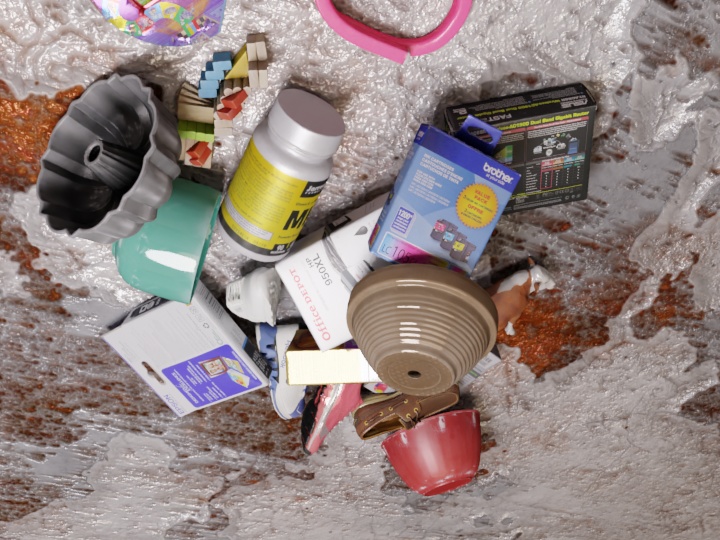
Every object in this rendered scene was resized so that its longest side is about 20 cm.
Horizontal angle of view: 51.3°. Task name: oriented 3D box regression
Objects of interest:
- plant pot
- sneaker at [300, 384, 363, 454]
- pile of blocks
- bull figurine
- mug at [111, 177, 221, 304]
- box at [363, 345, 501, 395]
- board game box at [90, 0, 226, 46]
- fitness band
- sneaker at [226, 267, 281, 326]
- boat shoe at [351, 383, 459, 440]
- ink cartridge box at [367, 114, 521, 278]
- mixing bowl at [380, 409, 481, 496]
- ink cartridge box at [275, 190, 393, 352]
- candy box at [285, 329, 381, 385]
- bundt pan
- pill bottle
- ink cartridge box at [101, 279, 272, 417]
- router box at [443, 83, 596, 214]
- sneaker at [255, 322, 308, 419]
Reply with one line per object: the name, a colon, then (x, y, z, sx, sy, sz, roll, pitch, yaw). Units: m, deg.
plant pot: (0.073, 0.091, 0.943, 0.195, 0.094, 0.203, 7, 140, 6)
sneaker: (-0.039, 0.232, 1.275, 0.085, 0.074, 0.204, 18, 105, -18)
pile of blocks: (-0.179, -0.201, 0.915, 0.081, 0.063, 0.201, 24, 122, -28)
bull figurine: (0.220, 0.063, 1.192, 0.197, 0.065, 0.123, -27, 142, -17)
mug: (-0.260, -0.032, 0.982, 0.112, 0.153, 0.188, 17, 115, -10)
box: (0.123, 0.166, 1.306, 0.155, 0.042, 0.199, 33, 118, -32)
board game box: (-0.216, -0.331, 0.808, 0.154, 0.039, 0.203, 9, 128, -17)
fitness band: (0.037, -0.323, 0.864, 0.196, 0.038, 0.145, 16, 126, -24)
sneaker: (-0.156, 0.039, 1.074, 0.078, 0.078, 0.200, 11, 165, -5)
boat shoe: (0.081, 0.244, 1.295, 0.195, 0.068, 0.073, -17, 132, 5)
ink cartridge box: (0.108, -0.091, 0.939, 0.134, 0.076, 0.204, 24, 99, -9)
mixing bowl: (0.144, 0.345, 1.376, 0.195, 0.110, 0.201, -14, 153, -7)
ink cartridge box: (0.000, 0.000, 1.043, 0.197, 0.084, 0.147, -27, 103, 10)
candy box: (-0.007, 0.123, 1.113, 0.194, 0.117, 0.058, -2, 101, 3)
bundt pan: (-0.287, -0.123, 0.885, 0.200, 0.205, 0.075, -32, 147, 19)
pill bottle: (-0.102, -0.121, 0.964, 0.112, 0.116, 0.202, 16, 127, -23)
ink cartridge box: (-0.268, 0.126, 1.165, 0.197, 0.044, 0.200, -22, 119, 26)
router box: (0.214, -0.158, 1.023, 0.195, 0.063, 0.152, -10, 132, -1)
sneaker: (-0.097, 0.160, 1.235, 0.112, 0.082, 0.202, -10, 131, 2)
